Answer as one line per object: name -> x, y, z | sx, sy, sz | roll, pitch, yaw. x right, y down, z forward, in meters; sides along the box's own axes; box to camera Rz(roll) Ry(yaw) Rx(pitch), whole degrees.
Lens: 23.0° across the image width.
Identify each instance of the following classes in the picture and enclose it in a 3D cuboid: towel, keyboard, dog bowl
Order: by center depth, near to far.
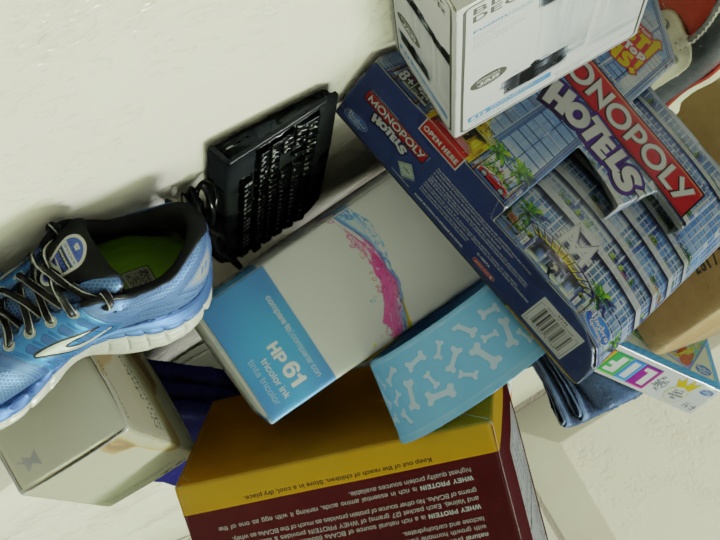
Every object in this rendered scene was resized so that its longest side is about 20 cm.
keyboard -> -0.055, -0.034, 0.997 | 0.104, 0.040, 0.200 | -29, 168, -11
dog bowl -> 0.079, 0.028, 1.029 | 0.111, 0.050, 0.200 | -34, -177, 41
towel -> -0.151, 0.108, 1.255 | 0.147, 0.050, 0.200 | 4, 159, -19
towel -> 0.139, 0.021, 1.328 | 0.049, 0.200, 0.112 | -42, 164, 32

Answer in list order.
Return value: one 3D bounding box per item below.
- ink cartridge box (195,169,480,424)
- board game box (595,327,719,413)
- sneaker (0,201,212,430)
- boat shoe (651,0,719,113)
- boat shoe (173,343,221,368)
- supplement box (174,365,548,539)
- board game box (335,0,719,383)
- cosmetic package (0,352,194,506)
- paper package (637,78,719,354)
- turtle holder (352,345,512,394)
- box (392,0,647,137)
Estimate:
ink cartridge box -> 0.000, 0.000, 1.062 | 0.200, 0.085, 0.145 | -36, -177, -7
board game box -> 0.171, 0.013, 1.293 | 0.200, 0.135, 0.034 | 24, 131, -31
sneaker -> -0.161, 0.014, 0.888 | 0.200, 0.079, 0.089 | -28, 155, -29
boat shoe -> 0.183, -0.143, 1.071 | 0.062, 0.071, 0.200 | 14, 153, -12
boat shoe -> -0.056, 0.063, 1.335 | 0.200, 0.075, 0.062 | -31, 169, 13
supplement box -> 0.013, 0.177, 1.117 | 0.197, 0.201, 0.133 | -13, -163, 10
board game box -> 0.125, -0.076, 0.985 | 0.200, 0.200, 0.062 | -40, 177, -33
cosmetic package -> -0.166, 0.076, 1.035 | 0.071, 0.105, 0.200 | -31, 171, 0
paper package -> 0.241, -0.066, 1.227 | 0.103, 0.191, 0.200 | -24, 167, -38
turtle holder -> 0.023, 0.068, 1.227 | 0.132, 0.186, 0.141 | -42, 174, 20
box -> 0.076, -0.138, 0.817 | 0.116, 0.060, 0.200 | -30, 169, -4
